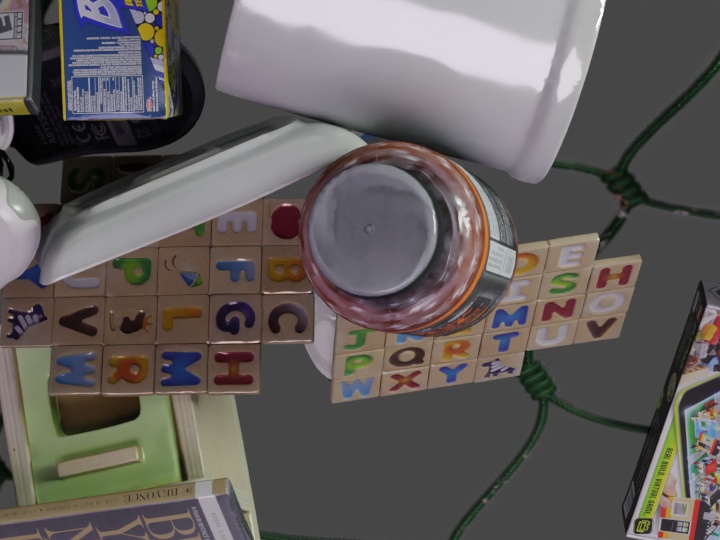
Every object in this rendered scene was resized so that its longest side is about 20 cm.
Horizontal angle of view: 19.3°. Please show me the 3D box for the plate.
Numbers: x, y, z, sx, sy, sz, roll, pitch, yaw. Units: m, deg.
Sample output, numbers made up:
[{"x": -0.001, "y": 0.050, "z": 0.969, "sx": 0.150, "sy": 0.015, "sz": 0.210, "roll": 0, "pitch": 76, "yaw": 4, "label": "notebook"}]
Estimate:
[{"x": -0.105, "y": -0.050, "z": 1.266, "sx": 0.200, "sy": 0.200, "sz": 0.032, "roll": -23, "pitch": 99, "yaw": -7, "label": "plate"}]

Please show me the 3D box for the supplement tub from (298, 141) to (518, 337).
[{"x": 0.025, "y": -0.016, "z": 1.197, "sx": 0.107, "sy": 0.200, "sz": 0.107, "roll": -1, "pitch": 87, "yaw": 13, "label": "supplement tub"}]

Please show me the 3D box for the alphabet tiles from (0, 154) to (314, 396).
[{"x": -0.128, "y": 0.001, "z": 1.349, "sx": 0.200, "sy": 0.167, "sz": 0.006, "roll": -1, "pitch": 156, "yaw": 3, "label": "alphabet tiles"}]

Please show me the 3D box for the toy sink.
[{"x": -0.152, "y": 0.124, "z": 1.382, "sx": 0.130, "sy": 0.112, "sz": 0.200, "roll": -13, "pitch": 77, "yaw": 11, "label": "toy sink"}]

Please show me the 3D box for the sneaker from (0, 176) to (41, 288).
[{"x": -0.269, "y": 0.008, "z": 1.284, "sx": 0.200, "sy": 0.080, "sz": 0.070, "roll": -29, "pitch": 106, "yaw": 36, "label": "sneaker"}]

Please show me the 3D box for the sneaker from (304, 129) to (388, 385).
[{"x": 0.000, "y": 0.000, "z": 1.376, "sx": 0.075, "sy": 0.087, "sz": 0.200, "roll": 8, "pitch": 123, "yaw": -5, "label": "sneaker"}]

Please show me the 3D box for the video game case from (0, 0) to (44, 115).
[{"x": -0.274, "y": -0.182, "z": 1.228, "sx": 0.180, "sy": 0.200, "sz": 0.026, "roll": -2, "pitch": 162, "yaw": 4, "label": "video game case"}]

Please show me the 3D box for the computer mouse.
[{"x": -0.186, "y": -0.121, "z": 1.334, "sx": 0.200, "sy": 0.053, "sz": 0.139, "roll": -4, "pitch": 124, "yaw": 19, "label": "computer mouse"}]

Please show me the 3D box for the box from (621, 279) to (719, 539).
[{"x": 0.260, "y": 0.106, "z": 1.459, "sx": 0.110, "sy": 0.035, "sz": 0.200, "roll": 11, "pitch": 121, "yaw": -4, "label": "box"}]

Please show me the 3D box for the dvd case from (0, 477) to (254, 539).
[{"x": -0.163, "y": 0.193, "z": 1.345, "sx": 0.200, "sy": 0.016, "sz": 0.149, "roll": -9, "pitch": 138, "yaw": 7, "label": "dvd case"}]

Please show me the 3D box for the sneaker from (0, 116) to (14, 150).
[{"x": -0.308, "y": -0.071, "z": 1.241, "sx": 0.200, "sy": 0.091, "sz": 0.078, "roll": -11, "pitch": 113, "yaw": 6, "label": "sneaker"}]

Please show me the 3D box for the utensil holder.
[{"x": 0.029, "y": -0.155, "z": 1.232, "sx": 0.200, "sy": 0.170, "sz": 0.170, "roll": 13, "pitch": 121, "yaw": -4, "label": "utensil holder"}]

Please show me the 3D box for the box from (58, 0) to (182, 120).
[{"x": -0.141, "y": -0.188, "z": 1.232, "sx": 0.064, "sy": 0.070, "sz": 0.200, "roll": 0, "pitch": 96, "yaw": 3, "label": "box"}]

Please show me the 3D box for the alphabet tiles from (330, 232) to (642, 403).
[{"x": 0.081, "y": 0.032, "z": 1.386, "sx": 0.200, "sy": 0.008, "sz": 0.167, "roll": -8, "pitch": 149, "yaw": -8, "label": "alphabet tiles"}]
